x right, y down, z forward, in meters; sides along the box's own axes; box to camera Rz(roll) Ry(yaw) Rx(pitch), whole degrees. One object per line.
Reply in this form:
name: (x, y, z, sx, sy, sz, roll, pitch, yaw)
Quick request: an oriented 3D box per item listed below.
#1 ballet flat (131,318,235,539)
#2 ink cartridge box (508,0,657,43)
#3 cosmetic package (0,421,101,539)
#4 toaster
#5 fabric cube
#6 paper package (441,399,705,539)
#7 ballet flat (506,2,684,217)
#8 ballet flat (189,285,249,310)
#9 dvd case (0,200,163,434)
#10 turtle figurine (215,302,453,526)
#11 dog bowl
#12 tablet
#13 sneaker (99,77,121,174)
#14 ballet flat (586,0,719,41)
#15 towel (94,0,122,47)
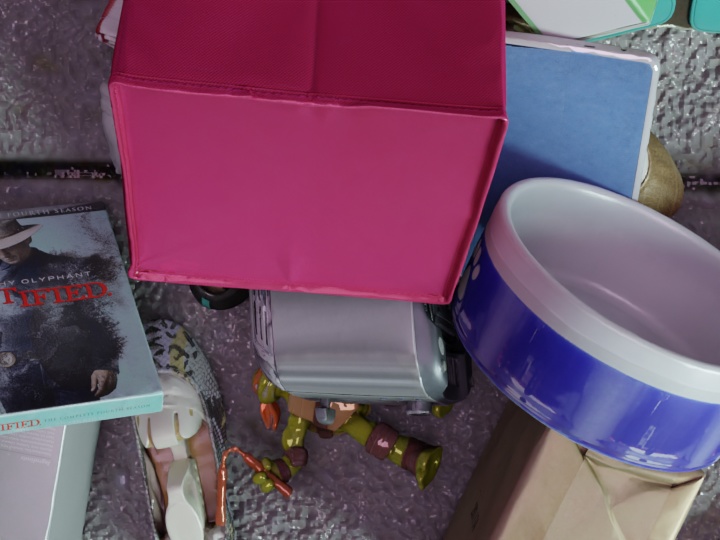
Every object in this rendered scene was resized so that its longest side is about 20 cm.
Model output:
ballet flat: (-0.131, 0.136, 0.973, 0.072, 0.072, 0.201, -10, 93, 4)
ink cartridge box: (0.141, -0.269, 0.846, 0.146, 0.084, 0.201, 42, 58, -33)
cosmetic package: (-0.241, 0.132, 0.961, 0.090, 0.107, 0.201, 14, 93, 3)
toaster: (0.000, 0.000, 0.889, 0.128, 0.114, 0.201, -6, 78, 16)
fabric cube: (-0.030, -0.118, 0.749, 0.199, 0.196, 0.200, 5, 61, -4)
paper package: (0.128, 0.172, 0.894, 0.103, 0.200, 0.191, 24, 95, 0)
ballet flat: (0.151, -0.108, 0.933, 0.068, 0.072, 0.200, -39, 92, 12)
ballet flat: (-0.078, -0.066, 0.953, 0.068, 0.068, 0.201, 14, 95, 4)
dvd case: (-0.225, 0.027, 0.900, 0.145, 0.200, 0.022, -6, 132, -19)
turtle figurine: (-0.018, 0.104, 0.960, 0.161, 0.064, 0.201, 15, 78, 19)
dog bowl: (0.160, 0.029, 0.826, 0.199, 0.200, 0.079, 27, 118, 1)
tablet: (0.126, -0.067, 0.909, 0.129, 0.014, 0.201, 10, 129, 12)
sneaker: (-0.124, -0.065, 0.911, 0.075, 0.200, 0.089, -5, 116, -28)
ballet flat: (0.218, -0.201, 0.926, 0.199, 0.068, 0.063, -5, 55, -8)
towel: (-0.070, -0.187, 0.941, 0.199, 0.023, 0.145, 22, 71, 2)
